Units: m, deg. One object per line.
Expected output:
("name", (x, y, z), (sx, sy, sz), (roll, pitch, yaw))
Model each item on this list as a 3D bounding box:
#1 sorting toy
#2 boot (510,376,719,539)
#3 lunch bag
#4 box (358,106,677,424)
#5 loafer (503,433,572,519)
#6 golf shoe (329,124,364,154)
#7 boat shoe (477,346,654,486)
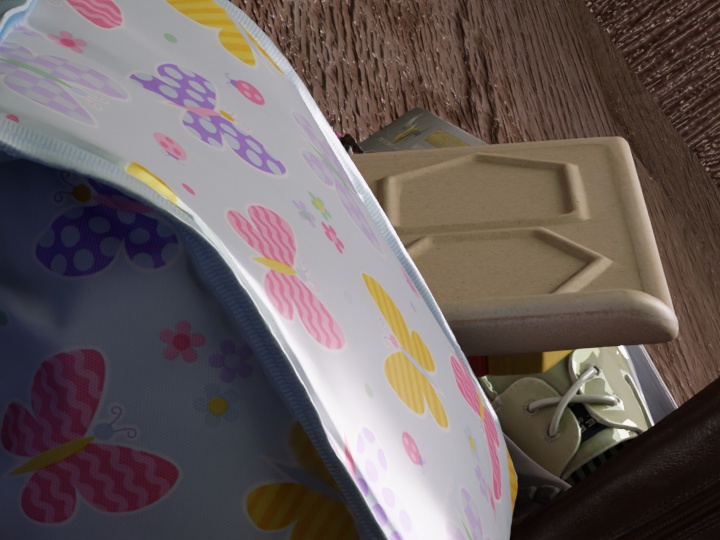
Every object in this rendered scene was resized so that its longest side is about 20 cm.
("sorting toy", (0.000, 0.000, 0.876), (0.200, 0.184, 0.037), (-88, 174, -73))
("boot", (0.060, 0.063, 0.826), (0.187, 0.200, 0.064), (62, 13, 28))
("lunch bag", (-0.051, 0.026, 0.687), (0.200, 0.127, 0.170), (62, 12, -17))
("box", (0.069, 0.020, 1.192), (0.159, 0.048, 0.200), (60, -6, -17))
("loafer", (0.058, 0.108, 0.969), (0.071, 0.073, 0.200), (53, 3, -35))
("golf shoe", (-0.019, 0.022, 0.988), (0.200, 0.072, 0.092), (-106, -177, -55))
("boat shoe", (0.085, 0.062, 1.039), (0.200, 0.072, 0.062), (59, -11, 3))
